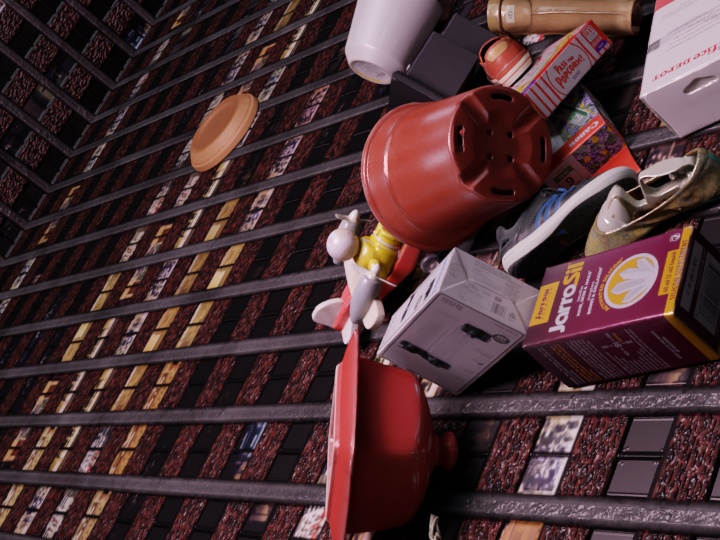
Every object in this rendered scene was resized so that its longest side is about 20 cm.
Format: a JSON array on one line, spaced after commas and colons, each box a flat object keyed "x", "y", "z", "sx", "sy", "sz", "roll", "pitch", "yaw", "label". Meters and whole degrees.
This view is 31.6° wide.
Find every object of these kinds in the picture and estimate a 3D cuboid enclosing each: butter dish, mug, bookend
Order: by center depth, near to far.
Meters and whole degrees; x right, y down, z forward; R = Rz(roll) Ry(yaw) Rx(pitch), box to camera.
[{"x": 0.038, "y": 0.201, "z": 1.445, "sx": 0.201, "sy": 0.147, "sz": 0.200, "roll": -89, "pitch": 5, "yaw": -49, "label": "butter dish"}, {"x": 0.127, "y": -0.302, "z": 1.875, "sx": 0.199, "sy": 0.092, "sz": 0.200, "roll": -59, "pitch": -7, "yaw": -13, "label": "bookend"}, {"x": 0.052, "y": -0.402, "z": 2.216, "sx": 0.149, "sy": 0.187, "sz": 0.154, "roll": 15, "pitch": 75, "yaw": 26, "label": "mug"}]

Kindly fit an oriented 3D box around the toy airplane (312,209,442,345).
[{"x": 0.000, "y": 0.000, "z": 1.745, "sx": 0.199, "sy": 0.141, "sz": 0.200, "roll": -11, "pitch": 47, "yaw": 52, "label": "toy airplane"}]

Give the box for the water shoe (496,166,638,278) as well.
[{"x": 0.239, "y": -0.075, "z": 1.524, "sx": 0.200, "sy": 0.071, "sz": 0.079, "roll": -39, "pitch": 49, "yaw": 25, "label": "water shoe"}]

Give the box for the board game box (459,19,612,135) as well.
[{"x": 0.233, "y": -0.242, "z": 1.710, "sx": 0.152, "sy": 0.046, "sz": 0.200, "roll": -48, "pitch": 9, "yaw": -20, "label": "board game box"}]

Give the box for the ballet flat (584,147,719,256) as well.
[{"x": 0.320, "y": -0.079, "z": 1.430, "sx": 0.199, "sy": 0.071, "sz": 0.071, "roll": -30, "pitch": 33, "yaw": 36, "label": "ballet flat"}]

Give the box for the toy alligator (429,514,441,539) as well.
[{"x": 0.090, "y": 0.333, "z": 1.291, "sx": 0.054, "sy": 0.060, "sz": 0.201, "roll": 3, "pitch": 43, "yaw": 6, "label": "toy alligator"}]

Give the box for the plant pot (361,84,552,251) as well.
[{"x": 0.130, "y": -0.138, "z": 1.612, "sx": 0.202, "sy": 0.200, "sz": 0.195, "roll": -61, "pitch": 17, "yaw": -19, "label": "plant pot"}]

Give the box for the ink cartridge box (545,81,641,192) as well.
[{"x": 0.274, "y": -0.152, "z": 1.609, "sx": 0.109, "sy": 0.050, "sz": 0.200, "roll": -42, "pitch": 27, "yaw": 18, "label": "ink cartridge box"}]

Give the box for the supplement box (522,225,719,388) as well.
[{"x": 0.278, "y": 0.041, "z": 1.320, "sx": 0.199, "sy": 0.086, "sz": 0.111, "roll": -19, "pitch": 41, "yaw": 47, "label": "supplement box"}]

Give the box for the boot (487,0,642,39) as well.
[{"x": 0.291, "y": -0.349, "z": 1.760, "sx": 0.199, "sy": 0.067, "sz": 0.175, "roll": 4, "pitch": 16, "yaw": 20, "label": "boot"}]

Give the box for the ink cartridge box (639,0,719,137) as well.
[{"x": 0.420, "y": -0.273, "z": 1.496, "sx": 0.146, "sy": 0.083, "sz": 0.201, "roll": -24, "pitch": 37, "yaw": 43, "label": "ink cartridge box"}]

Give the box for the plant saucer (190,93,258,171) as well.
[{"x": -0.298, "y": -0.300, "z": 2.705, "sx": 0.200, "sy": 0.037, "sz": 0.201, "roll": -38, "pitch": 29, "yaw": 26, "label": "plant saucer"}]

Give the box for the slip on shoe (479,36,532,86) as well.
[{"x": 0.199, "y": -0.301, "z": 1.789, "sx": 0.074, "sy": 0.061, "sz": 0.200, "roll": -45, "pitch": 6, "yaw": 11, "label": "slip on shoe"}]

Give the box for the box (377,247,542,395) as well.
[{"x": 0.109, "y": 0.062, "z": 1.453, "sx": 0.060, "sy": 0.116, "sz": 0.200, "roll": -68, "pitch": 7, "yaw": -31, "label": "box"}]
